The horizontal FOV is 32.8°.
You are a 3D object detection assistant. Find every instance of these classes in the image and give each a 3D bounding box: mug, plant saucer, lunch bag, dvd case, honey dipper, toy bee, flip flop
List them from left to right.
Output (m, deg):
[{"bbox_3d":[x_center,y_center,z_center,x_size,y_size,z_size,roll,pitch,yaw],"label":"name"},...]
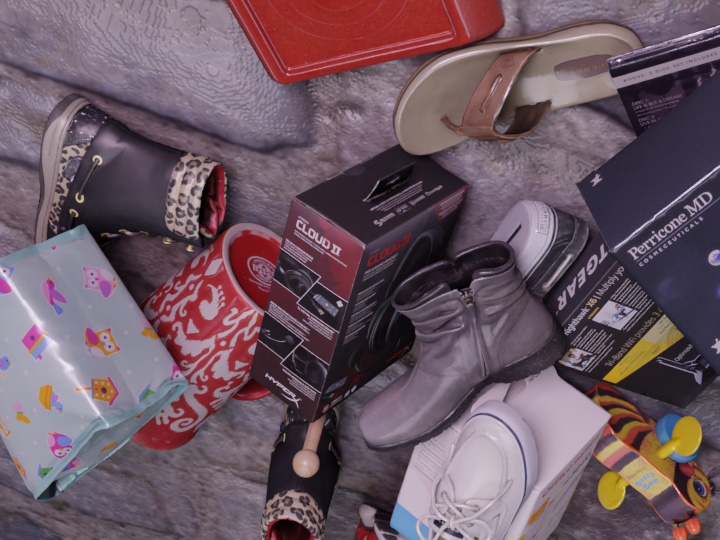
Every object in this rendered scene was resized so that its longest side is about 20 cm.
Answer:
[{"bbox_3d":[-0.262,0.088,1.037,0.171,0.122,0.200,54,133,6],"label":"lunch bag"},{"bbox_3d":[-0.130,0.052,1.127,0.200,0.177,0.134,-41,77,33],"label":"mug"},{"bbox_3d":[-0.027,0.099,1.066,0.037,0.201,0.038,6,134,7],"label":"honey dipper"},{"bbox_3d":[-0.017,-0.214,0.872,0.197,0.037,0.201,-9,139,20],"label":"plant saucer"},{"bbox_3d":[0.117,-0.131,0.920,0.197,0.058,0.082,-12,133,15],"label":"flip flop"},{"bbox_3d":[0.288,0.188,1.136,0.197,0.109,0.132,15,131,0],"label":"toy bee"},{"bbox_3d":[0.285,-0.106,0.917,0.147,0.016,0.200,-14,137,24],"label":"dvd case"}]

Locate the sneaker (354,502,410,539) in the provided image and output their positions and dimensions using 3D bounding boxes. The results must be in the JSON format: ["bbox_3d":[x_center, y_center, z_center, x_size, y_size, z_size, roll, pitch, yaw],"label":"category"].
[{"bbox_3d":[0.031,0.293,1.242,0.076,0.086,0.200,19,173,-4],"label":"sneaker"}]

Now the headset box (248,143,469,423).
[{"bbox_3d":[0.000,0.000,0.986,0.077,0.148,0.202,34,128,21],"label":"headset box"}]

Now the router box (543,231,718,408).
[{"bbox_3d":[0.256,0.022,1.014,0.155,0.053,0.201,18,136,-15],"label":"router box"}]

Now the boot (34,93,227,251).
[{"bbox_3d":[-0.198,-0.039,1.054,0.152,0.074,0.205,21,130,11],"label":"boot"}]

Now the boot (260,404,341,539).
[{"bbox_3d":[-0.062,0.227,1.207,0.072,0.155,0.205,9,138,2],"label":"boot"}]

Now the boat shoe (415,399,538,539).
[{"bbox_3d":[0.084,0.198,1.012,0.074,0.086,0.203,35,136,22],"label":"boat shoe"}]

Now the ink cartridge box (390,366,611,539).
[{"bbox_3d":[0.128,0.175,1.120,0.125,0.128,0.201,35,138,21],"label":"ink cartridge box"}]

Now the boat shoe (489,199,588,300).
[{"bbox_3d":[0.126,0.020,1.047,0.070,0.073,0.200,14,143,-20],"label":"boat shoe"}]

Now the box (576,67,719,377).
[{"bbox_3d":[0.277,-0.020,0.866,0.148,0.107,0.200,-39,114,17],"label":"box"}]

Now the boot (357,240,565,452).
[{"bbox_3d":[0.057,0.057,0.992,0.199,0.070,0.132,-34,130,10],"label":"boot"}]
